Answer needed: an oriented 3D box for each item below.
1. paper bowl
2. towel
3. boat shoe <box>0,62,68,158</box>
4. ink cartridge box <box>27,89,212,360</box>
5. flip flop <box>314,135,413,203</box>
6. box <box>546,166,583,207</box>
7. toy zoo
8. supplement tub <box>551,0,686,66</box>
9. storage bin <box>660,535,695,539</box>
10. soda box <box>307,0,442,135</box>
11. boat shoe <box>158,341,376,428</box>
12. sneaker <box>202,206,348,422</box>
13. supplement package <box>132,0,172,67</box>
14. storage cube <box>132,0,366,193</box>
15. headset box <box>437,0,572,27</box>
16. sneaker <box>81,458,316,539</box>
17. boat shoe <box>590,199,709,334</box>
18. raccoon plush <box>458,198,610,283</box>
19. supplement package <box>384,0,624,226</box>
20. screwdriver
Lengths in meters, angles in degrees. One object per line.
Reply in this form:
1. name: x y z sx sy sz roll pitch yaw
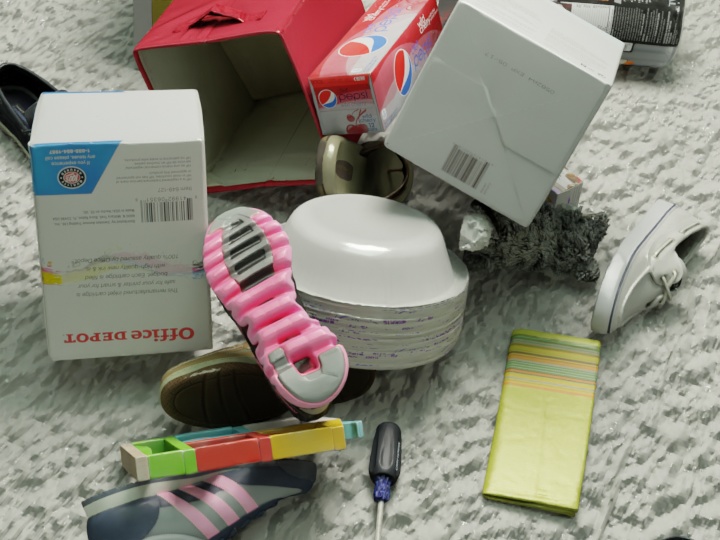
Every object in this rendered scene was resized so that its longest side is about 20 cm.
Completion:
1. paper bowl: 0.000 0.000 1.312 0.199 0.105 0.201 6 24 -3
2. towel: 0.165 0.133 1.305 0.085 0.018 0.201 8 45 9
3. boat shoe: -0.318 -0.150 1.497 0.200 0.063 0.074 38 51 26
4. ink cartridge box: -0.209 -0.043 1.281 0.146 0.201 0.145 -2 24 -8
5. flip flop: 0.015 -0.096 1.419 0.057 0.200 0.082 -4 85 22
6. box: 0.157 -0.130 1.552 0.039 0.042 0.200 -25 54 -28
7. toy zoo: -0.093 0.143 1.194 0.198 0.131 0.021 -7 90 -14
8. supplement tub: 0.269 -0.305 1.684 0.198 0.123 0.123 5 44 -3
9. storage bin: 0.195 0.302 1.081 0.199 0.094 0.135 -15 48 -22
10. soda box: 0.021 -0.207 1.425 0.070 0.064 0.200 -2 32 24
11. boat shoe: -0.089 0.089 1.286 0.199 0.072 0.076 -3 37 -26
12. sneaker: -0.074 0.041 1.209 0.079 0.096 0.201 -22 65 -9
13. supplement package: -0.165 -0.338 1.606 0.151 0.201 0.151 9 44 2
14. storage cube: -0.093 -0.207 1.463 0.170 0.201 0.180 -3 38 26
15. headset box: 0.142 -0.209 1.545 0.148 0.078 0.201 10 45 6
16. sneaker: -0.123 0.204 1.174 0.199 0.070 0.083 -9 75 -22
17. boat shoe: 0.287 0.002 1.417 0.065 0.072 0.200 22 38 21
18. raccoon plush: 0.167 -0.019 1.381 0.133 0.097 0.200 15 21 8
19. supplement package: 0.139 -0.165 1.344 0.151 0.151 0.200 30 23 2
20. screwdriver: 0.016 0.203 1.199 0.028 0.029 0.201 7 39 0
